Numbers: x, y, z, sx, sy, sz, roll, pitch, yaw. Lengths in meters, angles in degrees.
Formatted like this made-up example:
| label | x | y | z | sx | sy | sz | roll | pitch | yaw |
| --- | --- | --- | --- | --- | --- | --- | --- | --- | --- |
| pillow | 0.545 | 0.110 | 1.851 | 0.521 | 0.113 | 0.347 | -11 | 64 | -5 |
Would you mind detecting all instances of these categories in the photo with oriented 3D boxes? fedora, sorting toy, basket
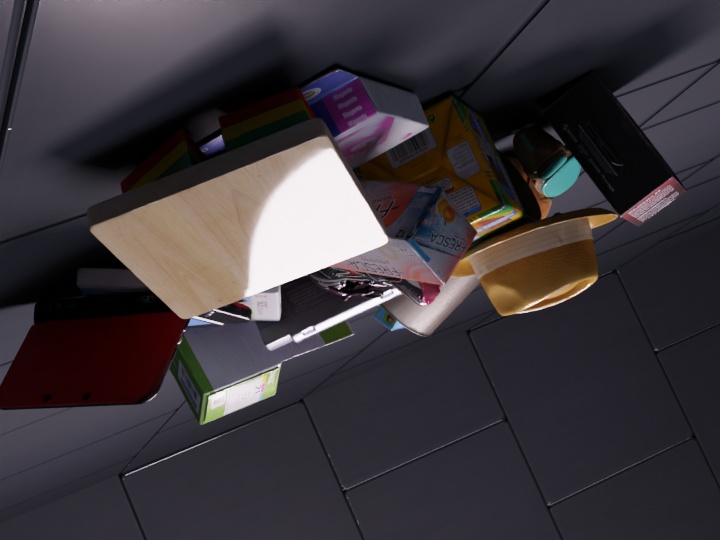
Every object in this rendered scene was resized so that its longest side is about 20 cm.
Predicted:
| label | x | y | z | sx | sy | sz | roll | pitch | yaw |
| --- | --- | --- | --- | --- | --- | --- | --- | --- | --- |
| fedora | 0.194 | -0.003 | 1.583 | 0.200 | 0.082 | 0.201 | -17 | 171 | -3 |
| sorting toy | -0.100 | -0.057 | 1.199 | 0.198 | 0.070 | 0.200 | -21 | 153 | 7 |
| basket | 0.101 | -0.047 | 1.711 | 0.200 | 0.180 | 0.136 | -38 | -162 | 21 |

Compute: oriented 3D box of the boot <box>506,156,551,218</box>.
| label | x | y | z | sx | sy | sz | roll | pitch | yaw |
| --- | --- | --- | --- | --- | --- | --- | --- | --- | --- |
| boot | 0.169 | -0.054 | 1.849 | 0.155 | 0.077 | 0.201 | -15 | 123 | -44 |

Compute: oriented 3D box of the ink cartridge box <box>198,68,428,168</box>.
| label | x | y | z | sx | sy | sz | roll | pitch | yaw |
| --- | --- | --- | --- | --- | --- | --- | --- | --- | --- |
| ink cartridge box | -0.057 | -0.104 | 1.280 | 0.196 | 0.043 | 0.200 | -27 | 172 | 19 |

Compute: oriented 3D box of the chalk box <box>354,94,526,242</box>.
| label | x | y | z | sx | sy | sz | roll | pitch | yaw |
| --- | --- | --- | --- | --- | --- | --- | --- | --- | --- |
| chalk box | 0.087 | -0.086 | 1.493 | 0.124 | 0.124 | 0.200 | -26 | 171 | 13 |

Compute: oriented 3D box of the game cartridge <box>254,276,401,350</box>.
| label | x | y | z | sx | sy | sz | roll | pitch | yaw |
| --- | --- | --- | --- | --- | --- | --- | --- | --- | --- |
| game cartridge | -0.035 | -0.005 | 1.623 | 0.199 | 0.130 | 0.038 | -25 | 164 | 4 |

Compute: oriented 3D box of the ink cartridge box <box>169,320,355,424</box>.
| label | x | y | z | sx | sy | sz | roll | pitch | yaw |
| --- | --- | --- | --- | --- | --- | --- | --- | --- | --- |
| ink cartridge box | -0.129 | 0.072 | 1.718 | 0.199 | 0.148 | 0.076 | -20 | 152 | -23 |

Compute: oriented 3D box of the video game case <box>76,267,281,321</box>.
| label | x | y | z | sx | sy | sz | roll | pitch | yaw |
| --- | --- | --- | --- | --- | --- | --- | --- | --- | --- |
| video game case | -0.182 | 0.027 | 1.506 | 0.199 | 0.022 | 0.182 | 2 | 169 | -2 |

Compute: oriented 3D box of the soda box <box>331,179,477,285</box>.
| label | x | y | z | sx | sy | sz | roll | pitch | yaw |
| --- | --- | --- | --- | --- | --- | --- | --- | --- | --- |
| soda box | 0.011 | -0.040 | 1.346 | 0.200 | 0.068 | 0.064 | 8 | -122 | 50 |

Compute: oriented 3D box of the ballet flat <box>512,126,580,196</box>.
| label | x | y | z | sx | sy | sz | roll | pitch | yaw |
| --- | --- | --- | --- | --- | --- | --- | --- | --- | --- |
| ballet flat | 0.213 | -0.135 | 1.712 | 0.068 | 0.072 | 0.200 | -43 | 167 | 11 |

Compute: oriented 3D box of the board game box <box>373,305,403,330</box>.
| label | x | y | z | sx | sy | sz | roll | pitch | yaw |
| --- | --- | --- | --- | --- | --- | --- | --- | --- | --- |
| board game box | 0.107 | -0.017 | 1.927 | 0.200 | 0.037 | 0.151 | -60 | 160 | 15 |

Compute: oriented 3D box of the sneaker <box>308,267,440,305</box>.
| label | x | y | z | sx | sy | sz | roll | pitch | yaw |
| --- | --- | --- | --- | --- | --- | --- | --- | --- | --- |
| sneaker | 0.000 | 0.000 | 1.553 | 0.081 | 0.200 | 0.075 | 31 | 83 | -53 |

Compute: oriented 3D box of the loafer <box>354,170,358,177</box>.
| label | x | y | z | sx | sy | sz | roll | pitch | yaw |
| --- | --- | --- | --- | --- | --- | --- | --- | --- | --- |
| loafer | -0.067 | -0.040 | 1.517 | 0.199 | 0.073 | 0.071 | -27 | 172 | 23 |

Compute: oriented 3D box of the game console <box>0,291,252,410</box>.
| label | x | y | z | sx | sy | sz | roll | pitch | yaw |
| --- | --- | --- | --- | --- | --- | --- | --- | --- | --- |
| game console | -0.232 | 0.085 | 1.443 | 0.199 | 0.119 | 0.172 | -4 | 168 | 29 |

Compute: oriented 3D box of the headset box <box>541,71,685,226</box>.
| label | x | y | z | sx | sy | sz | roll | pitch | yaw |
| --- | --- | --- | --- | --- | --- | --- | --- | --- | --- |
| headset box | 0.289 | -0.135 | 1.644 | 0.077 | 0.149 | 0.200 | -38 | 169 | 14 |
